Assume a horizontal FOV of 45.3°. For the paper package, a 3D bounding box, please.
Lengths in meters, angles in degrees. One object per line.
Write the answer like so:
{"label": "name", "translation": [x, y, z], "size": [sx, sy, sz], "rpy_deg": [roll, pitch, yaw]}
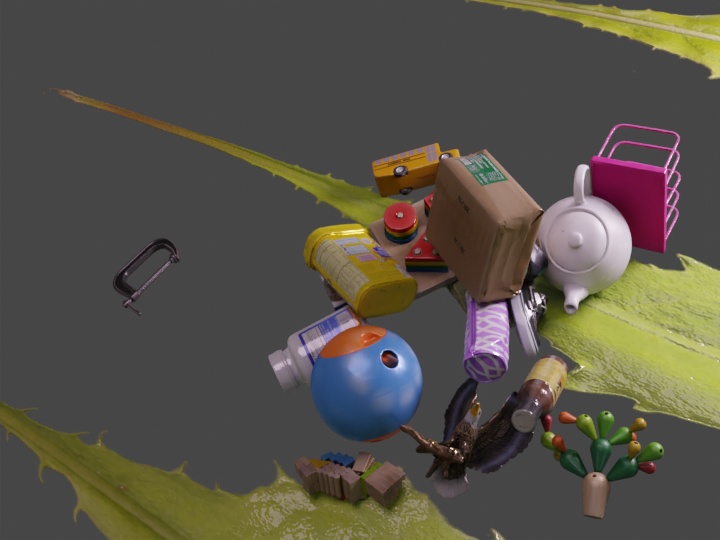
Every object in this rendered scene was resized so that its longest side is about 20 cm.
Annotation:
{"label": "paper package", "translation": [0.216, -0.081, 1.539], "size": [0.102, 0.193, 0.201], "rpy_deg": [-12, 45, -24]}

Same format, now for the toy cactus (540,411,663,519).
{"label": "toy cactus", "translation": [0.378, 0.309, 1.380], "size": [0.196, 0.102, 0.168], "rpy_deg": [5, 71, 21]}

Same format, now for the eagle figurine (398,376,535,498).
{"label": "eagle figurine", "translation": [0.188, 0.272, 1.463], "size": [0.199, 0.150, 0.153], "rpy_deg": [-23, 79, -48]}

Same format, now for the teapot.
{"label": "teapot", "translation": [0.403, -0.055, 1.588], "size": [0.197, 0.146, 0.201], "rpy_deg": [-42, 71, 12]}

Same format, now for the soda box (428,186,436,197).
{"label": "soda box", "translation": [0.190, -0.145, 1.851], "size": [0.069, 0.064, 0.201], "rpy_deg": [19, 59, 32]}

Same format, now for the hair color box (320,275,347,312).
{"label": "hair color box", "translation": [0.027, 0.019, 1.768], "size": [0.197, 0.061, 0.101], "rpy_deg": [-26, 47, -3]}

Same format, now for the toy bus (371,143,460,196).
{"label": "toy bus", "translation": [0.129, -0.229, 1.946], "size": [0.196, 0.066, 0.079], "rpy_deg": [-15, 45, 8]}

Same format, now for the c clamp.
{"label": "c clamp", "translation": [-0.488, 0.009, 1.995], "size": [0.169, 0.027, 0.201], "rpy_deg": [19, 60, 38]}

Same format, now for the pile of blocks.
{"label": "pile of blocks", "translation": [-0.018, 0.361, 1.491], "size": [0.196, 0.063, 0.082], "rpy_deg": [7, 34, 21]}

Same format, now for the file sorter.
{"label": "file sorter", "translation": [0.530, -0.160, 1.647], "size": [0.137, 0.202, 0.126], "rpy_deg": [16, 54, 31]}

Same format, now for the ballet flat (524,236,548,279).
{"label": "ballet flat", "translation": [0.286, -0.073, 1.599], "size": [0.072, 0.073, 0.202], "rpy_deg": [-25, 64, -3]}

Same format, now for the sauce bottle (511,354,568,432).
{"label": "sauce bottle", "translation": [0.297, 0.207, 1.441], "size": [0.064, 0.066, 0.200], "rpy_deg": [7, 23, 25]}

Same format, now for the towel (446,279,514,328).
{"label": "towel", "translation": [0.258, 0.043, 1.680], "size": [0.147, 0.037, 0.201], "rpy_deg": [-26, 46, -5]}

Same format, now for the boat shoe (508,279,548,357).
{"label": "boat shoe", "translation": [0.308, 0.057, 1.577], "size": [0.070, 0.072, 0.203], "rpy_deg": [-11, 63, 6]}

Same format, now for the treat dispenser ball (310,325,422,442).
{"label": "treat dispenser ball", "translation": [0.011, 0.199, 1.519], "size": [0.197, 0.202, 0.203], "rpy_deg": [-10, 47, 11]}

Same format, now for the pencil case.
{"label": "pencil case", "translation": [0.222, 0.103, 1.537], "size": [0.083, 0.085, 0.202], "rpy_deg": [-30, 32, 28]}

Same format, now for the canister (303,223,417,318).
{"label": "canister", "translation": [0.000, 0.000, 1.665], "size": [0.147, 0.088, 0.200], "rpy_deg": [-8, 37, -35]}

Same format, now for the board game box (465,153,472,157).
{"label": "board game box", "translation": [0.267, -0.136, 1.759], "size": [0.034, 0.126, 0.202], "rpy_deg": [-36, 36, 23]}

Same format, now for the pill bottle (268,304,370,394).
{"label": "pill bottle", "translation": [-0.072, 0.154, 1.651], "size": [0.198, 0.113, 0.113], "rpy_deg": [-28, 46, -4]}

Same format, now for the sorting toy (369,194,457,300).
{"label": "sorting toy", "translation": [0.142, -0.072, 1.719], "size": [0.196, 0.070, 0.201], "rpy_deg": [-24, 56, -10]}
